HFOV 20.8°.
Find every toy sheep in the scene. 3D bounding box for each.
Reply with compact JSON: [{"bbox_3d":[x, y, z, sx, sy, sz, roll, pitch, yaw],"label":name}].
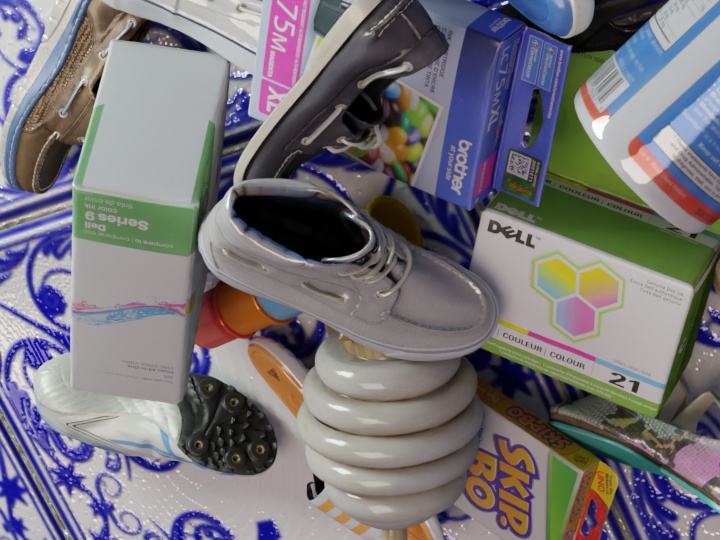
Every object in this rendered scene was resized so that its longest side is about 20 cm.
[{"bbox_3d":[0.020,0.101,1.308,0.137,0.138,0.202,3,113,26],"label":"toy sheep"}]

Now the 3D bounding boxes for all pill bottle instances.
[{"bbox_3d":[0.226,-0.125,1.109,0.112,0.112,0.200,46,109,-3],"label":"pill bottle"}]

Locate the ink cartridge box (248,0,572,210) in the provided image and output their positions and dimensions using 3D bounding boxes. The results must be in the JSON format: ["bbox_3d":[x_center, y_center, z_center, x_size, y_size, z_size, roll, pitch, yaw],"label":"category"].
[{"bbox_3d":[0.027,-0.117,1.212,0.199,0.042,0.120,23,125,19],"label":"ink cartridge box"}]

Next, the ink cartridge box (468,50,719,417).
[{"bbox_3d":[0.154,-0.030,1.244,0.147,0.076,0.201,21,126,16],"label":"ink cartridge box"}]

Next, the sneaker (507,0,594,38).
[{"bbox_3d":[0.040,-0.193,1.149,0.200,0.111,0.077,52,158,20],"label":"sneaker"}]

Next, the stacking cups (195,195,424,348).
[{"bbox_3d":[-0.044,0.008,1.389,0.199,0.061,0.061,-25,104,41],"label":"stacking cups"}]

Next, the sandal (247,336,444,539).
[{"bbox_3d":[-0.024,0.140,1.429,0.207,0.059,0.079,47,162,0],"label":"sandal"}]

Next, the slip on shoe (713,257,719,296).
[{"bbox_3d":[0.247,0.001,1.216,0.060,0.076,0.201,0,124,20],"label":"slip on shoe"}]

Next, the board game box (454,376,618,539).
[{"bbox_3d":[0.087,0.128,1.368,0.199,0.030,0.096,32,129,26],"label":"board game box"}]

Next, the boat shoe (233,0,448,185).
[{"bbox_3d":[-0.014,-0.094,1.178,0.063,0.073,0.200,40,135,0],"label":"boat shoe"}]

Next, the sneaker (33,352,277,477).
[{"bbox_3d":[-0.154,0.114,1.503,0.198,0.072,0.073,16,158,12],"label":"sneaker"}]

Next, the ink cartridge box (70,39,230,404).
[{"bbox_3d":[-0.143,-0.030,1.323,0.087,0.146,0.201,7,137,0],"label":"ink cartridge box"}]

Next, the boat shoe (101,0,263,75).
[{"bbox_3d":[-0.106,-0.201,1.284,0.201,0.075,0.086,30,127,5],"label":"boat shoe"}]

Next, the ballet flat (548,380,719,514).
[{"bbox_3d":[0.207,0.109,1.286,0.069,0.072,0.199,31,176,-38],"label":"ballet flat"}]

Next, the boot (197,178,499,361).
[{"bbox_3d":[0.000,0.000,1.201,0.198,0.074,0.096,16,165,-9],"label":"boot"}]

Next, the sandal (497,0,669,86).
[{"bbox_3d":[0.144,-0.161,1.189,0.048,0.076,0.200,32,139,-29],"label":"sandal"}]

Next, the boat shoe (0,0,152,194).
[{"bbox_3d":[-0.195,-0.124,1.377,0.072,0.072,0.201,31,127,7],"label":"boat shoe"}]
